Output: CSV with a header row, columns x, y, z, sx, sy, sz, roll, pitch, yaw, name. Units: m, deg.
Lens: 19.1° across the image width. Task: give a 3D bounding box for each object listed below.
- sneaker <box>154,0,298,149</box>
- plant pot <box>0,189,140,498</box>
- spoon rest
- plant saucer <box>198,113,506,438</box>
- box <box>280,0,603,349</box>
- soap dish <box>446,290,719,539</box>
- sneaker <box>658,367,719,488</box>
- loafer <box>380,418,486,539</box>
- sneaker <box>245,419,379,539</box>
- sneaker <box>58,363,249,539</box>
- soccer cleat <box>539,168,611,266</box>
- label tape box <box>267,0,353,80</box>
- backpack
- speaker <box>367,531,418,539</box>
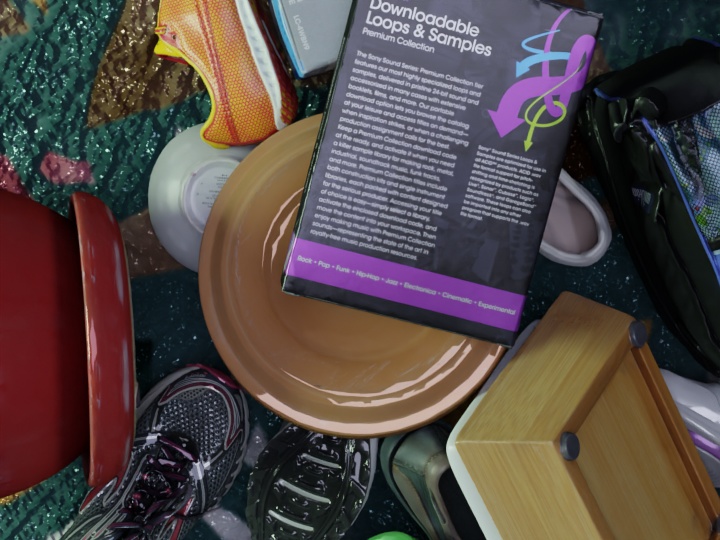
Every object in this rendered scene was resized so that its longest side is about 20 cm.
x,y,z,sx,sy,sz,roll,pitch,yaw,name
-0.101,-0.173,1.330,0.077,0.073,0.202,-18,81,8,sneaker
-0.230,0.041,1.284,0.181,0.200,0.203,-4,94,-11,plant pot
-0.038,-0.039,1.363,0.198,0.061,0.100,8,92,10,spoon rest
0.000,0.000,1.296,0.198,0.032,0.202,0,82,2,plant saucer
0.046,-0.069,1.236,0.142,0.036,0.202,14,100,-8,box
0.146,0.136,1.310,0.081,0.157,0.201,-11,116,39,soap dish
0.265,0.099,1.386,0.199,0.075,0.100,24,68,-2,sneaker
0.085,0.173,1.339,0.072,0.063,0.200,-45,118,-6,loafer
-0.012,0.092,1.355,0.073,0.079,0.202,22,96,8,sneaker
-0.134,0.153,1.352,0.080,0.075,0.201,31,90,-5,sneaker
0.076,-0.071,1.350,0.199,0.078,0.070,33,91,-4,soccer cleat
0.045,-0.177,1.309,0.198,0.143,0.067,-17,94,-2,label tape box
0.236,-0.041,1.309,0.146,0.183,0.201,-23,98,-1,backpack
0.062,0.252,1.333,0.088,0.088,0.200,-41,119,-1,speaker
